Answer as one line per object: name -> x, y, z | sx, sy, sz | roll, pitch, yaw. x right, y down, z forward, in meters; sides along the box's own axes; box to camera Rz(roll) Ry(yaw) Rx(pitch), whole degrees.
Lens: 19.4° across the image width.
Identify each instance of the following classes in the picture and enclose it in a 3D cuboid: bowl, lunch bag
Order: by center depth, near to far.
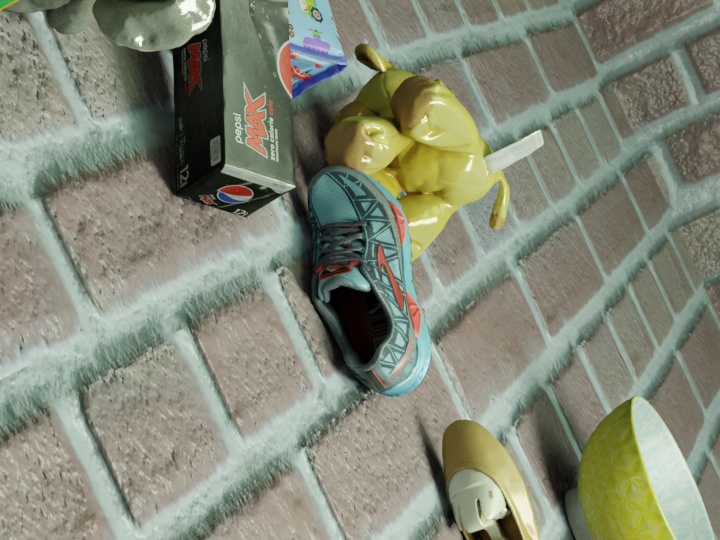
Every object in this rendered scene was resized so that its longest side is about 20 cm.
lunch bag -> -0.119, -0.230, 1.686 | 0.199, 0.094, 0.152 | 16, 51, -51
bowl -> 0.268, 0.238, 2.107 | 0.201, 0.107, 0.201 | 53, 21, -32

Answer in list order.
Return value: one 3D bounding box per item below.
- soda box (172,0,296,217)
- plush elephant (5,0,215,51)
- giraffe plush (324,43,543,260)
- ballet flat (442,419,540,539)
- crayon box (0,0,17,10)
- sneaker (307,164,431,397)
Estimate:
soda box -> -0.094, -0.147, 1.556 | 0.070, 0.063, 0.202 | 15, 60, -37
plush elephant -> -0.168, -0.223, 1.351 | 0.200, 0.153, 0.166 | -71, 156, -56
giraffe plush -> 0.037, -0.120, 1.865 | 0.162, 0.199, 0.174 | -130, -148, -49
ballet flat -> 0.116, 0.222, 1.768 | 0.063, 0.068, 0.201 | -24, 88, -58
crayon box -> -0.199, -0.231, 1.233 | 0.058, 0.199, 0.120 | 32, 36, -60
sneaker -> 0.000, 0.000, 1.702 | 0.095, 0.079, 0.201 | 19, 48, -63
